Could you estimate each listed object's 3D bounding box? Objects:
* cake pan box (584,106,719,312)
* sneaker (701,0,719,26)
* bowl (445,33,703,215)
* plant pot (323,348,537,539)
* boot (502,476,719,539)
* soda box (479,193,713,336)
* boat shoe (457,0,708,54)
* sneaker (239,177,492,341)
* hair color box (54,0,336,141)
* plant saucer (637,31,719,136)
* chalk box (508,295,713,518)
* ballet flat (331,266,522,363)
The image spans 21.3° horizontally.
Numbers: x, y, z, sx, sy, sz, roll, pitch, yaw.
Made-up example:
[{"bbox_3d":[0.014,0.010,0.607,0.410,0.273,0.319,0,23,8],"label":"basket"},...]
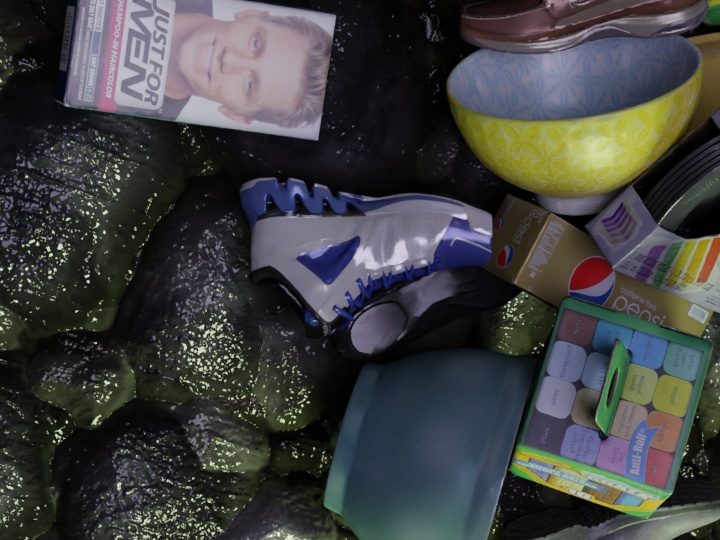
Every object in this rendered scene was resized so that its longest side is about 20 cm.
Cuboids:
[{"bbox_3d":[0.292,-0.057,1.481,0.184,0.052,0.200,-43,146,19],"label":"cake pan box"},{"bbox_3d":[0.371,-0.203,1.587,0.198,0.074,0.084,3,94,-17],"label":"sneaker"},{"bbox_3d":[0.170,-0.108,1.492,0.199,0.200,0.108,-15,118,-13],"label":"bowl"},{"bbox_3d":[0.048,0.147,1.501,0.133,0.200,0.202,16,94,6],"label":"plant pot"},{"bbox_3d":[0.221,0.257,1.627,0.199,0.070,0.133,-14,105,-2],"label":"boot"},{"bbox_3d":[0.189,0.012,1.548,0.199,0.068,0.064,29,90,-32],"label":"soda box"},{"bbox_3d":[0.173,-0.220,1.510,0.198,0.076,0.072,-9,116,-1],"label":"boat shoe"},{"bbox_3d":[-0.001,0.000,1.485,0.198,0.081,0.116,6,76,-3],"label":"sneaker"},{"bbox_3d":[-0.126,-0.163,1.456,0.199,0.060,0.101,6,97,-18],"label":"hair color box"},{"bbox_3d":[0.342,-0.110,1.570,0.198,0.048,0.201,-8,108,15],"label":"plant saucer"},{"bbox_3d":[0.192,0.104,1.466,0.123,0.200,0.126,18,78,5],"label":"chalk box"},{"bbox_3d":[0.063,0.014,1.551,0.199,0.057,0.067,-25,102,-18],"label":"ballet flat"}]
